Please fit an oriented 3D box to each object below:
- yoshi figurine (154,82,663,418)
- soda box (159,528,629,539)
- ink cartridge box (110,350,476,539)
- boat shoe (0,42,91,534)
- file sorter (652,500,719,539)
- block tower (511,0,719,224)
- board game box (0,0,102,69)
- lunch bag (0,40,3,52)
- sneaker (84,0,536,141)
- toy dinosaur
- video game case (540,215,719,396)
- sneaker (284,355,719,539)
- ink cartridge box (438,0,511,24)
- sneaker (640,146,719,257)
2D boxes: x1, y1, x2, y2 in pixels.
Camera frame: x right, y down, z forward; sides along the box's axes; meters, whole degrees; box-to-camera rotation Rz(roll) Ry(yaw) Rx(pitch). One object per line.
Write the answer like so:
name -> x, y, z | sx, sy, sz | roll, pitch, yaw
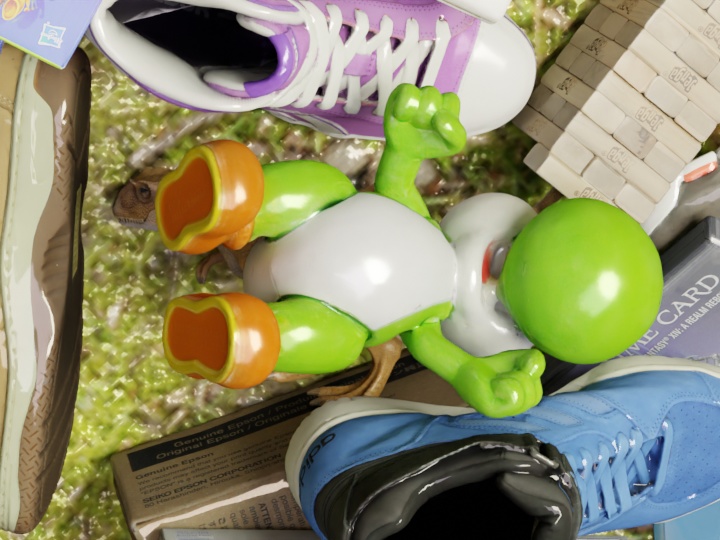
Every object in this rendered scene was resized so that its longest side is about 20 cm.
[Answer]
yoshi figurine -> 0.031, -0.001, 0.918 | 0.199, 0.112, 0.113 | 2, 124, -33
soda box -> 0.018, 0.146, 0.981 | 0.199, 0.063, 0.069 | 2, 110, -14
ink cartridge box -> 0.001, 0.149, 1.054 | 0.164, 0.075, 0.201 | -19, 113, -7
boat shoe -> -0.149, 0.005, 0.972 | 0.076, 0.072, 0.201 | 6, 107, 2
file sorter -> 0.232, 0.142, 1.030 | 0.199, 0.123, 0.139 | -16, 132, 17
block tower -> 0.140, -0.111, 0.987 | 0.054, 0.058, 0.200 | 35, 95, -21
board game box -> -0.157, -0.145, 0.828 | 0.134, 0.200, 0.045 | 27, 104, -21
lunch bag -> -0.230, -0.123, 0.845 | 0.200, 0.151, 0.094 | 36, 100, -23
sneaker -> -0.016, -0.078, 0.938 | 0.199, 0.114, 0.073 | 10, 108, -18
toy dinosaur -> 0.000, 0.000, 1.002 | 0.199, 0.060, 0.107 | 4, 109, -15
video game case -> 0.179, 0.063, 1.057 | 0.199, 0.019, 0.143 | 28, 132, -22
sneaker -> 0.079, 0.086, 0.948 | 0.199, 0.111, 0.077 | -1, 110, -14
ink cartridge box -> -0.009, -0.202, 0.904 | 0.199, 0.083, 0.147 | 23, 105, -20
sneaker -> 0.209, -0.018, 1.019 | 0.199, 0.077, 0.082 | -9, 74, -10
